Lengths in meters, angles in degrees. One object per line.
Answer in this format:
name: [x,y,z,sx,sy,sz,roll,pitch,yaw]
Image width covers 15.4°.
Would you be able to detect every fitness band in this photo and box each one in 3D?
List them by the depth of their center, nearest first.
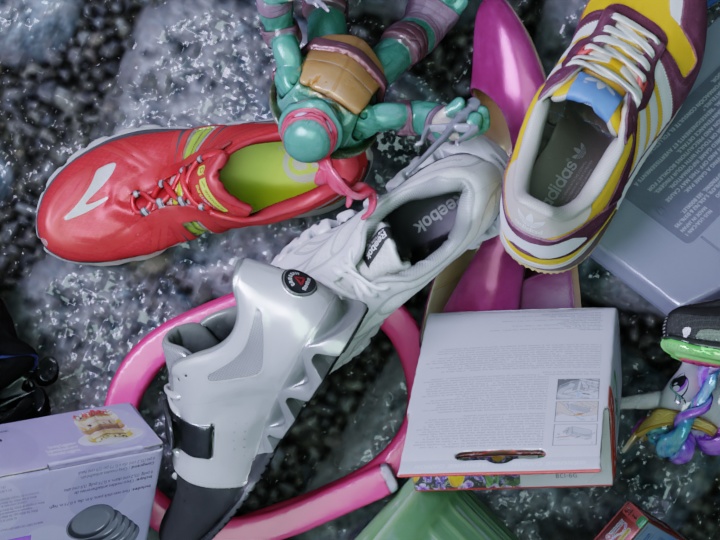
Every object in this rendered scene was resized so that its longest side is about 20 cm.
fitness band: [-0.052,0.082,1.552,0.199,0.037,0.144,-22,94,1]

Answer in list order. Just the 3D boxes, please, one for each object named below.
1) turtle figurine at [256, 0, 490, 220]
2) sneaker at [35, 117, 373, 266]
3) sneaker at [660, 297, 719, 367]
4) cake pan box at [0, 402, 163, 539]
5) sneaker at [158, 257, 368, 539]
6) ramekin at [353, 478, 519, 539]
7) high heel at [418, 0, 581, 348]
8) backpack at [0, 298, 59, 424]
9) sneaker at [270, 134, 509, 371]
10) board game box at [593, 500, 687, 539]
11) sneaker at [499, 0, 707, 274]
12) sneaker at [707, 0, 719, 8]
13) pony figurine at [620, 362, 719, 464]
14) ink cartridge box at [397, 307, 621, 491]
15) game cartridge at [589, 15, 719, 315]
turtle figurine: [-0.007,-0.114,1.456,0.150,0.200,0.101,39,122,-12]
sneaker: [-0.092,-0.052,1.516,0.199,0.085,0.077,-15,94,1]
sneaker: [0.240,-0.007,1.411,0.199,0.077,0.084,-25,101,-15]
cake pan box: [-0.215,0.173,1.472,0.199,0.052,0.185,-10,126,-29]
sneaker: [-0.078,0.072,1.476,0.088,0.074,0.200,30,119,-3]
ramekin: [0.016,0.207,1.477,0.098,0.200,0.200,41,94,1]
high heel: [0.064,-0.052,1.523,0.096,0.067,0.201,-13,108,-13]
backpack: [-0.299,0.054,1.480,0.190,0.200,0.154,-34,73,11]
sneaker: [0.000,0.000,1.483,0.200,0.081,0.075,-41,92,17]
board game box: [0.108,0.221,1.533,0.019,0.103,0.200,42,94,27]
sneaker: [0.135,-0.096,1.433,0.075,0.090,0.201,21,75,8]
sneaker: [0.223,-0.207,1.500,0.200,0.089,0.079,-34,94,5]
pony figurine: [0.260,0.049,1.504,0.193,0.167,0.201,27,84,12]
ink cartridge box: [0.082,0.081,1.424,0.108,0.200,0.051,-2,113,8]
game cartridge: [0.210,-0.063,1.485,0.200,0.041,0.133,-43,58,-14]
